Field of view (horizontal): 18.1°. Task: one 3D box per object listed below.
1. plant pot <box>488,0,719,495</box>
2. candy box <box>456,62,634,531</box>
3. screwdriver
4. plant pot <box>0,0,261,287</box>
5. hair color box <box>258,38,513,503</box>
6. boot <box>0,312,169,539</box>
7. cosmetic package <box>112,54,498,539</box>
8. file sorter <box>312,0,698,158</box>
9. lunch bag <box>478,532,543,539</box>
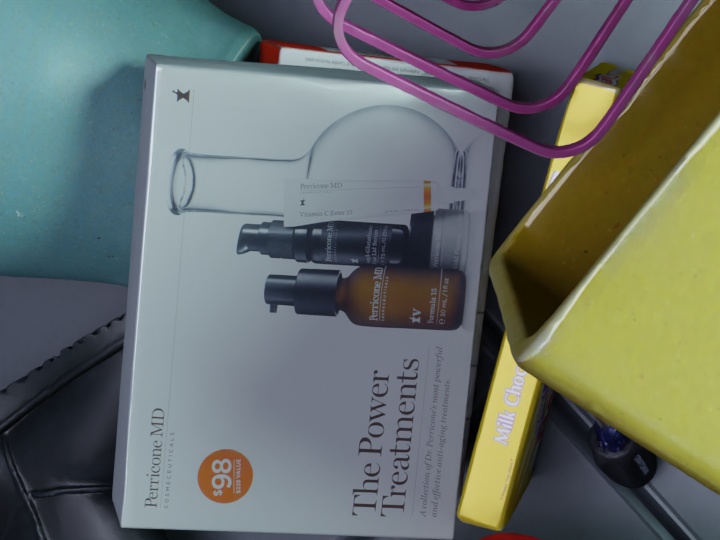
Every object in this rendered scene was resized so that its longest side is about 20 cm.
[{"bbox_3d":[0.188,0.002,0.860,0.200,0.194,0.196,39,99,-7],"label":"plant pot"},{"bbox_3d":[0.085,0.009,1.014,0.026,0.102,0.201,16,102,11],"label":"candy box"},{"bbox_3d":[0.105,0.060,0.967,0.029,0.200,0.028,-19,68,5],"label":"screwdriver"},{"bbox_3d":[-0.153,-0.084,1.060,0.187,0.200,0.201,21,103,3],"label":"plant pot"},{"bbox_3d":[0.000,0.000,1.046,0.110,0.064,0.201,6,97,-11],"label":"hair color box"},{"bbox_3d":[-0.105,0.115,1.114,0.200,0.076,0.169,-31,84,22],"label":"boot"},{"bbox_3d":[-0.026,0.013,0.985,0.150,0.052,0.201,3,100,-10],"label":"cosmetic package"},{"bbox_3d":[0.047,-0.156,0.942,0.138,0.200,0.126,24,114,-24],"label":"file sorter"},{"bbox_3d":[0.087,0.193,1.012,0.199,0.082,0.177,-3,122,21],"label":"lunch bag"}]
